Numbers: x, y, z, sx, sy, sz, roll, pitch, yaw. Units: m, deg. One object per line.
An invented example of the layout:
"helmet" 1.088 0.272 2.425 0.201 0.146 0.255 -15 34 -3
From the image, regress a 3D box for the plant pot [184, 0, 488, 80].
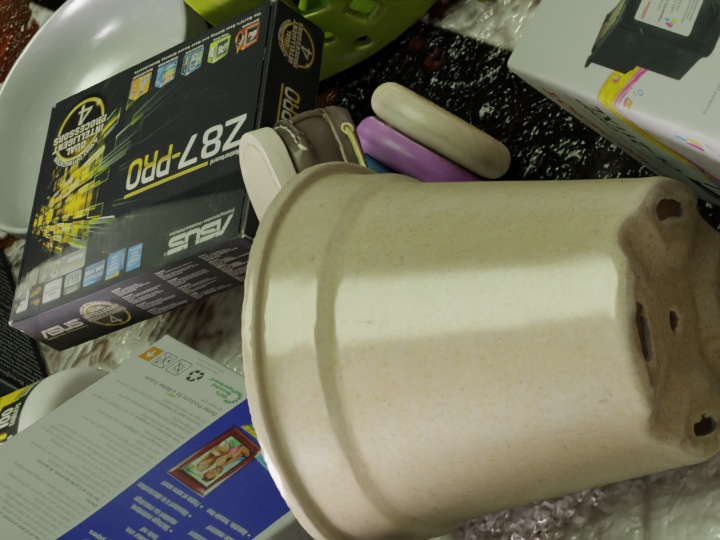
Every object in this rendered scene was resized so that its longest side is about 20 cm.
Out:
"plant pot" -0.012 -0.254 1.459 0.181 0.200 0.199 -14 53 33

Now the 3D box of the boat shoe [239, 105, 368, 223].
"boat shoe" 0.001 0.012 1.287 0.060 0.200 0.072 -23 1 -21

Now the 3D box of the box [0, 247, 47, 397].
"box" -0.301 0.065 1.612 0.148 0.107 0.200 -46 37 14

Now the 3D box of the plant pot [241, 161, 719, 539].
"plant pot" 0.074 0.034 1.167 0.183 0.200 0.201 -8 57 32

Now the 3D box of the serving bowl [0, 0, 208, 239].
"serving bowl" -0.164 -0.099 1.615 0.200 0.066 0.200 -28 45 32

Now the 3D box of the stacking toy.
"stacking toy" 0.000 0.000 1.357 0.200 0.085 0.085 -60 36 5

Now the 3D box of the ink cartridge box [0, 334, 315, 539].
"ink cartridge box" -0.117 0.126 1.278 0.200 0.047 0.198 -36 38 -25

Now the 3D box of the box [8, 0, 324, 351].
"box" -0.113 -0.053 1.434 0.200 0.049 0.161 -19 53 39

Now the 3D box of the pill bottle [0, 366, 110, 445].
"pill bottle" -0.215 0.138 1.457 0.200 0.112 0.112 -24 47 36

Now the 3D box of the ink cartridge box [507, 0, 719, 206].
"ink cartridge box" 0.187 -0.076 1.137 0.200 0.146 0.083 27 87 54
